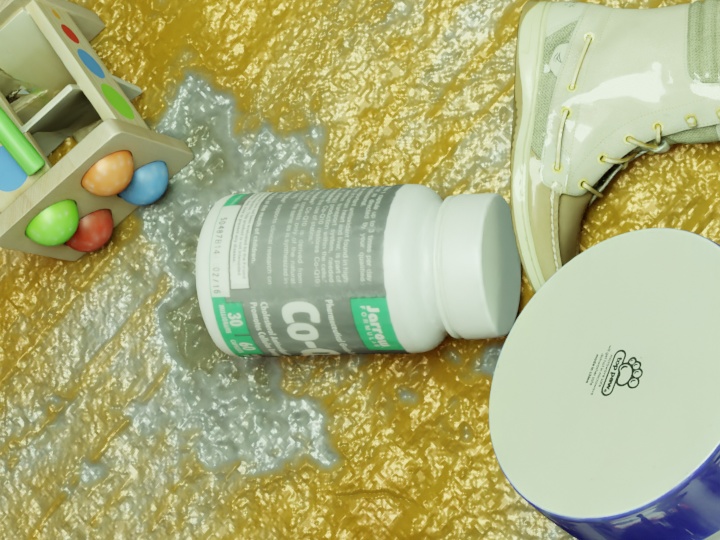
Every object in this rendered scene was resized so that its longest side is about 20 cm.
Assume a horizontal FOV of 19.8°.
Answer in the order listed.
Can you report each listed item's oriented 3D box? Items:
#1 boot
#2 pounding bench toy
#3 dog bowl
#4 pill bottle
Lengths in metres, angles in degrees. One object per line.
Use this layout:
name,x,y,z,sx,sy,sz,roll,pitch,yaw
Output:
boot,0.179,-0.080,1.347,0.154,0.072,0.201,0,85,18
pounding bench toy,-0.232,-0.100,1.430,0.124,0.200,0.156,-40,73,13
dog bowl,0.180,0.078,1.280,0.199,0.079,0.201,-24,50,31
pill bottle,0.000,0.000,1.382,0.199,0.113,0.114,-3,85,21
